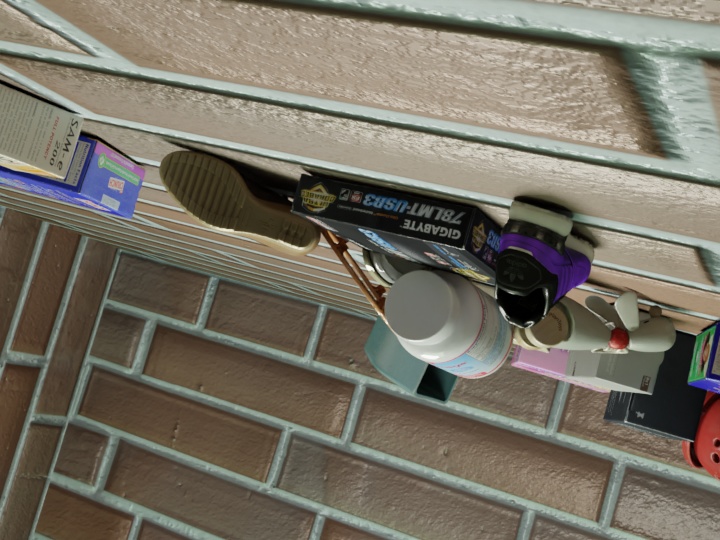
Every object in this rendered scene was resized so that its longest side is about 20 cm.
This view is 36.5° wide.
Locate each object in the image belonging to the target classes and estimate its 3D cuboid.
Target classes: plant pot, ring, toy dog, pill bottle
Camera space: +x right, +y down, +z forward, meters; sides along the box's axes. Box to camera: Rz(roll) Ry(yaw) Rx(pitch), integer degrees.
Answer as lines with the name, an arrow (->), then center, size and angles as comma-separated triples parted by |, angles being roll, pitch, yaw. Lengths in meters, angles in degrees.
plant pot -> 0.771, 0.341, 2.224 | 0.182, 0.201, 0.200 | 23, -179, 43
ring -> 0.000, 0.000, 1.361 | 0.201, 0.019, 0.200 | 55, -177, -4
plant pot -> 0.129, 0.184, 2.634 | 0.200, 0.196, 0.196 | 25, 180, 31
toy dog -> 0.277, 0.049, 1.327 | 0.199, 0.097, 0.132 | 4, 173, -28
pill bottle -> 0.105, 0.062, 1.299 | 0.108, 0.109, 0.200 | 14, 173, 28

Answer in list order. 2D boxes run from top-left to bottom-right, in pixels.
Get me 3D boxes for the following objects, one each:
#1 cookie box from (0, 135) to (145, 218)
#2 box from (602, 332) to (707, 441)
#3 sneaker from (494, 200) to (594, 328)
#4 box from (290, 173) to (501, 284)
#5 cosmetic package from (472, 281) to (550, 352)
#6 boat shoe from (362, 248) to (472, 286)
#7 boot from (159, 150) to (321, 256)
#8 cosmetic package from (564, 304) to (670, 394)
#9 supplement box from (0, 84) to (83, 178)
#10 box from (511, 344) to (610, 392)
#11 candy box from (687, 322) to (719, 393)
cookie box -> -0.403, -0.138, 1.403 | 0.199, 0.076, 0.171 | 16, 175, 11
box -> 0.442, 0.170, 1.624 | 0.104, 0.149, 0.200 | 16, 175, 5
sneaker -> 0.161, 0.006, 1.006 | 0.069, 0.100, 0.200 | 16, 175, 24
box -> 0.056, -0.040, 1.160 | 0.198, 0.050, 0.200 | 13, 173, 25
cosmetic package -> 0.203, 0.065, 1.693 | 0.199, 0.073, 0.104 | 14, 175, 16
boat shoe -> 0.074, -0.009, 1.365 | 0.068, 0.075, 0.200 | -7, 162, 30
boot -> -0.140, -0.077, 1.272 | 0.199, 0.073, 0.166 | 29, -178, -9
cosmetic package -> 0.353, 0.110, 1.514 | 0.090, 0.107, 0.200 | 15, 173, 2
supplement box -> -0.417, -0.165, 1.158 | 0.200, 0.074, 0.126 | 21, 174, -43
box -> 0.357, 0.138, 1.851 | 0.175, 0.097, 0.200 | 16, 174, 6
candy box -> 0.507, 0.127, 1.358 | 0.168, 0.077, 0.200 | 14, 174, 12
